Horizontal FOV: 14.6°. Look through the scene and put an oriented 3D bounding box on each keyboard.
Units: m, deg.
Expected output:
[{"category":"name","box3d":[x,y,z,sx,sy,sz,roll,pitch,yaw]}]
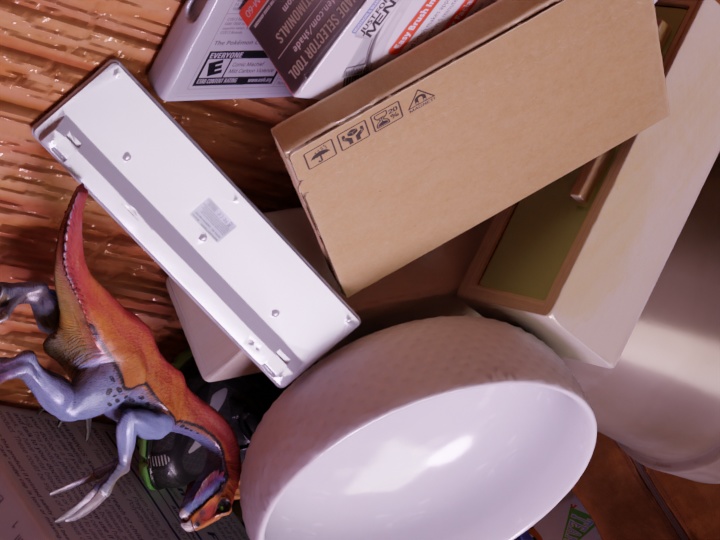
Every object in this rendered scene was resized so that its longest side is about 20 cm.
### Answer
[{"category":"keyboard","box3d":[-0.080,-0.021,1.416,0.056,0.011,0.200,-42,118,1]}]

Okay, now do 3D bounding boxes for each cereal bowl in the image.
[{"category":"cereal bowl","box3d":[0.023,0.090,1.529,0.200,0.083,0.200,-18,148,-12]}]

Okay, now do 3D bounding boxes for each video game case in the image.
[{"category":"video game case","box3d":[0.009,-0.160,1.406,0.200,0.022,0.182,-5,138,-41]}]

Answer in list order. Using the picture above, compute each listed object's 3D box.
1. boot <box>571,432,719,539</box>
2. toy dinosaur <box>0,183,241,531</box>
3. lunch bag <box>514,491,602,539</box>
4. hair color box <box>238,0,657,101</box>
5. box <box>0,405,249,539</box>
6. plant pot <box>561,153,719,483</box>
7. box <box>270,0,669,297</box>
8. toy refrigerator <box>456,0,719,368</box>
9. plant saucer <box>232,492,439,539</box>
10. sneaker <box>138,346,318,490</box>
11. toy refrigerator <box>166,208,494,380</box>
[{"category":"boot","box3d":[0.206,0.100,1.799,0.188,0.200,0.069,-27,146,-17]},{"category":"toy dinosaur","box3d":[-0.118,0.068,1.458,0.181,0.105,0.200,16,139,-32]},{"category":"lunch bag","box3d":[0.166,0.180,1.869,0.170,0.200,0.124,-23,109,-22]},{"category":"hair color box","box3d":[0.050,-0.136,1.396,0.200,0.064,0.111,2,135,-49]},{"category":"box","box3d":[-0.144,0.179,1.557,0.105,0.184,0.200,-49,148,18]},{"category":"plant pot","box3d":[0.158,0.017,1.674,0.173,0.200,0.200,12,127,-32]},{"category":"box","box3d":[0.060,-0.074,1.413,0.200,0.021,0.164,-30,153,-5]},{"category":"toy refrigerator","box3d":[0.136,-0.055,1.536,0.070,0.076,0.200,37,75,-39]},{"category":"plant saucer","box3d":[-0.045,0.219,1.648,0.199,0.200,0.048,-10,155,42]},{"category":"sneaker","box3d":[-0.041,0.074,1.605,0.200,0.084,0.077,-22,120,-33]},{"category":"toy refrigerator","box3d":[0.000,0.000,1.552,0.200,0.070,0.076,-11,161,-37]}]
